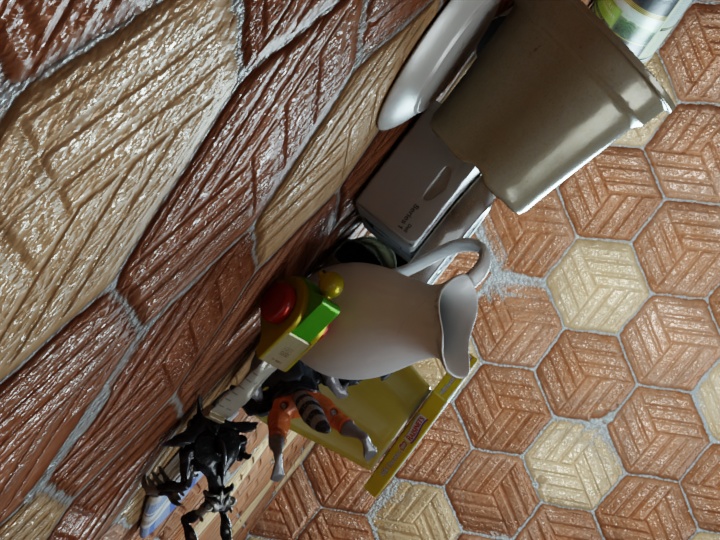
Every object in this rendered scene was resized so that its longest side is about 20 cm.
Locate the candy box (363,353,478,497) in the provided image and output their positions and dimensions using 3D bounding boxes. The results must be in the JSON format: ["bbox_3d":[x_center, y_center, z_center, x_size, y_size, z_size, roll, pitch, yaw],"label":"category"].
[{"bbox_3d":[0.074,0.192,1.573,0.102,0.026,0.201,-41,167,-52],"label":"candy box"}]

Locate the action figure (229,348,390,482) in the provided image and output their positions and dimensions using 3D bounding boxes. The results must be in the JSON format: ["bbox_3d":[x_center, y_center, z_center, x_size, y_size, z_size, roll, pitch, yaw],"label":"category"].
[{"bbox_3d":[-0.044,0.121,1.382,0.198,0.194,0.105,-19,142,-9],"label":"action figure"}]

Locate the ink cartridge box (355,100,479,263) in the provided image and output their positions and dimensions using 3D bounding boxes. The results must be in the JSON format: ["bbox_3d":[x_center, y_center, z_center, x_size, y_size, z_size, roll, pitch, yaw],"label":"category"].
[{"bbox_3d":[0.072,-0.095,1.430,0.145,0.084,0.200,-52,175,-2],"label":"ink cartridge box"}]

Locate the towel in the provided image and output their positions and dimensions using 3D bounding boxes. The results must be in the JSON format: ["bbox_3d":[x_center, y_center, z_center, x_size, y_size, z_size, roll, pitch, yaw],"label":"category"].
[{"bbox_3d":[-0.207,0.241,1.513,0.147,0.024,0.200,-49,173,-31],"label":"towel"}]

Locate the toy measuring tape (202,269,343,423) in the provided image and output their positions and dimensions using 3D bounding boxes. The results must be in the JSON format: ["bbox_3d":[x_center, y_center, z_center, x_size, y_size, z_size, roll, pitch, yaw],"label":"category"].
[{"bbox_3d":[-0.090,0.067,1.256,0.200,0.074,0.074,-45,177,18],"label":"toy measuring tape"}]

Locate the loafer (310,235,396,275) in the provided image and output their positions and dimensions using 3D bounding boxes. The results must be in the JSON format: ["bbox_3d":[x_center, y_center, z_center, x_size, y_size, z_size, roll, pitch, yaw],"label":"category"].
[{"bbox_3d":[0.000,0.000,1.468,0.068,0.076,0.200,-49,177,27],"label":"loafer"}]

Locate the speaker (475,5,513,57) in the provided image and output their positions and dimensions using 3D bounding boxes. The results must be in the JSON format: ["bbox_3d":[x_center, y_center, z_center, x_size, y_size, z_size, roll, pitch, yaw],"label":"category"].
[{"bbox_3d":[0.196,-0.266,1.424,0.081,0.081,0.200,-56,174,31],"label":"speaker"}]

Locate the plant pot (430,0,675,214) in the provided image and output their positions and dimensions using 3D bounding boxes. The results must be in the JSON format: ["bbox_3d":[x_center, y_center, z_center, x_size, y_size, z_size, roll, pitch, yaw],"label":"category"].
[{"bbox_3d":[0.174,-0.166,1.249,0.183,0.201,0.200,-45,175,10],"label":"plant pot"}]

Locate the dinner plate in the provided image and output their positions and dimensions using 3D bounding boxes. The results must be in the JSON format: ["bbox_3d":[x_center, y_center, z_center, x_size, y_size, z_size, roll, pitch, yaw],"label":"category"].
[{"bbox_3d":[0.084,-0.208,1.179,0.201,0.024,0.200,-53,175,-7],"label":"dinner plate"}]

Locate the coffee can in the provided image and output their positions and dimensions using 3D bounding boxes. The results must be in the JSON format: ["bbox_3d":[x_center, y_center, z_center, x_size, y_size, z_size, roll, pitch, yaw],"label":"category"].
[{"bbox_3d":[0.500,-0.482,2.199,0.146,0.146,0.200,-48,172,-40],"label":"coffee can"}]

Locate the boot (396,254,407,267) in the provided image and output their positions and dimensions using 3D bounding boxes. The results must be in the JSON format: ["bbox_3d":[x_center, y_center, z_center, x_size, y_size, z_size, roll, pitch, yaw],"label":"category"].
[{"bbox_3d":[0.072,-0.025,1.902,0.204,0.073,0.154,-52,171,-28],"label":"boot"}]

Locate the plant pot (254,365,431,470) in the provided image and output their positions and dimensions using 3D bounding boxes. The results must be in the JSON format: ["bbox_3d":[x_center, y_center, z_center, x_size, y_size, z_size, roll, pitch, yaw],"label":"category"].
[{"bbox_3d":[-0.022,0.142,1.579,0.201,0.188,0.201,-51,173,-8],"label":"plant pot"}]

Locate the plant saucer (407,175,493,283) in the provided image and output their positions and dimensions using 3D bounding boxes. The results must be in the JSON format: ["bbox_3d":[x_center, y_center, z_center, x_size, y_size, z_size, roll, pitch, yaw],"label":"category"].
[{"bbox_3d":[0.094,-0.026,1.461,0.201,0.032,0.200,-50,175,-6],"label":"plant saucer"}]

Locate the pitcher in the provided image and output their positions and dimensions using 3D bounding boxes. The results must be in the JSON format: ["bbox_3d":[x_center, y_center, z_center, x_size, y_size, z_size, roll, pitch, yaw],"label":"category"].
[{"bbox_3d":[0.032,0.035,1.317,0.122,0.199,0.172,61,41,-35],"label":"pitcher"}]

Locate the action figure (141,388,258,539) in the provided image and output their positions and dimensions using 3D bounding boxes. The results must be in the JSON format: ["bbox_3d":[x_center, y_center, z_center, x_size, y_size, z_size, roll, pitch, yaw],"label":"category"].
[{"bbox_3d":[-0.169,0.221,1.327,0.118,0.102,0.202,-8,100,-43],"label":"action figure"}]
